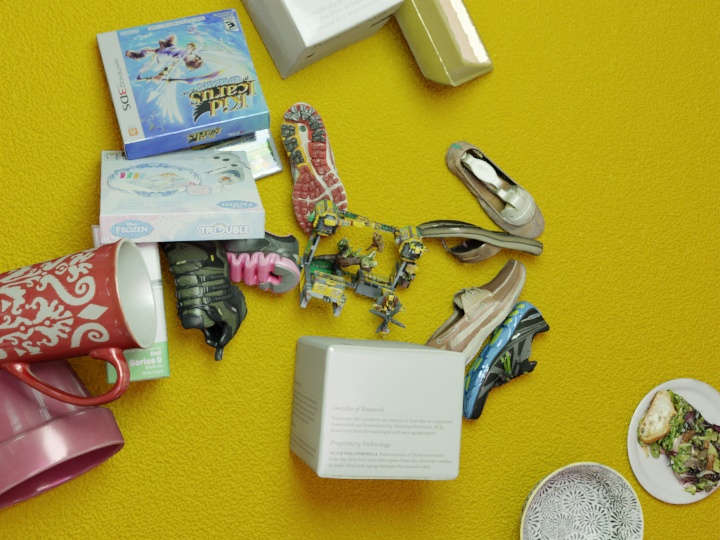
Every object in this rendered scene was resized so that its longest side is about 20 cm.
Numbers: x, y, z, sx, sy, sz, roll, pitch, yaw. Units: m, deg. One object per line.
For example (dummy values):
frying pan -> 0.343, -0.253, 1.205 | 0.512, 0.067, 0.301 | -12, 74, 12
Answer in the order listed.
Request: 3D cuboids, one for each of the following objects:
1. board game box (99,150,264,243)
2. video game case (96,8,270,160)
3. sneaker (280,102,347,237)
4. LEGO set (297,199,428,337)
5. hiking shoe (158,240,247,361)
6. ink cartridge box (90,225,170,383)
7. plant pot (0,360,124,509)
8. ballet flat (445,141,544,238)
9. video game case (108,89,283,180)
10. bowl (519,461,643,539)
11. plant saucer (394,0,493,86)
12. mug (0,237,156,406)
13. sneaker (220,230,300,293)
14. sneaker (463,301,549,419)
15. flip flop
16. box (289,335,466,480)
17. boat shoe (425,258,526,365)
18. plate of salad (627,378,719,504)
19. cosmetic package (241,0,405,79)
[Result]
board game box -> -0.236, -0.100, 1.216 | 0.198, 0.199, 0.044 | -2, 119, -14
video game case -> -0.242, -0.258, 1.276 | 0.198, 0.046, 0.182 | -15, 69, -12
sneaker -> -0.063, -0.144, 1.342 | 0.077, 0.082, 0.202 | -7, 109, 2
LEGO set -> 0.000, 0.000, 1.311 | 0.199, 0.116, 0.154 | 23, 117, -20
hiking shoe -> -0.211, 0.027, 1.249 | 0.075, 0.101, 0.201 | -12, 130, 19
ink cartridge box -> -0.304, 0.040, 1.244 | 0.083, 0.146, 0.202 | -5, 91, -13
plant pot -> -0.428, 0.186, 1.200 | 0.199, 0.200, 0.180 | -25, 80, -13
ballet flat -> 0.208, -0.117, 1.411 | 0.200, 0.067, 0.068 | 39, 85, -11
video game case -> -0.231, -0.197, 1.328 | 0.199, 0.022, 0.184 | -20, 94, -14
bowl -> 0.318, 0.382, 1.421 | 0.199, 0.094, 0.203 | 0, 90, -13
plant saucer -> 0.105, -0.360, 1.353 | 0.048, 0.200, 0.201 | -24, 96, 30
mug -> -0.355, 0.062, 1.090 | 0.198, 0.134, 0.178 | -11, 51, 4
sneaker -> -0.177, -0.034, 1.323 | 0.198, 0.079, 0.096 | 14, 51, -3
sneaker -> 0.219, 0.142, 1.410 | 0.082, 0.071, 0.200 | 36, 79, -5
flip flop -> 0.176, -0.037, 1.400 | 0.198, 0.081, 0.058 | 10, 99, -14
box -> 0.018, 0.185, 1.295 | 0.198, 0.199, 0.173 | 4, 88, -15
boat shoe -> 0.173, 0.058, 1.399 | 0.072, 0.076, 0.200 | 39, 79, -8
plate of salad -> 0.521, 0.274, 1.495 | 0.198, 0.048, 0.202 | 0, 89, -14
cosmetic package -> -0.060, -0.388, 1.279 | 0.164, 0.200, 0.166 | -29, 96, -12
